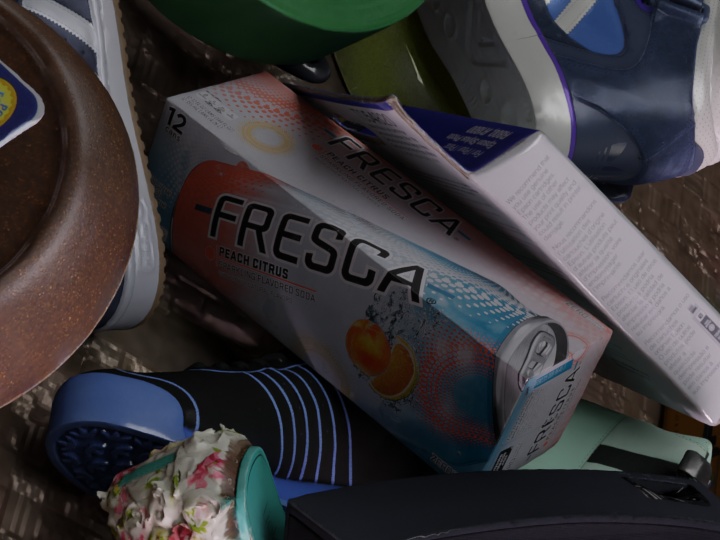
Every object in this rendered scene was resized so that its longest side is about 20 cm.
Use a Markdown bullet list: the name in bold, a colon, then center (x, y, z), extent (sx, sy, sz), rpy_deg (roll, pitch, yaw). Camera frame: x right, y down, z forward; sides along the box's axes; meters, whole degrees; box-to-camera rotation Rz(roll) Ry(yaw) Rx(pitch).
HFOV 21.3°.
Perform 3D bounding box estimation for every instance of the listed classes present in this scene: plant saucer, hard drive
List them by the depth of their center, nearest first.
- **plant saucer**: center (-0.174, -0.036, 0.652), extent (0.199, 0.035, 0.201), rpy_deg (5, 57, -7)
- **hard drive**: center (0.060, 0.144, 0.708), extent (0.199, 0.042, 0.136), rpy_deg (2, 94, -34)
- **plant saucer**: center (0.066, -0.118, 0.995), extent (0.199, 0.031, 0.201), rpy_deg (20, 57, -35)

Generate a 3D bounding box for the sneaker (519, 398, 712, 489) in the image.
- **sneaker**: center (0.088, 0.146, 0.787), extent (0.074, 0.117, 0.202), rpy_deg (64, 39, -61)

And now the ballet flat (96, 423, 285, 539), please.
- **ballet flat**: center (-0.045, 0.146, 0.721), extent (0.076, 0.063, 0.201), rpy_deg (-69, 148, -61)

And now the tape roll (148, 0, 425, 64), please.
- **tape roll**: center (-0.041, -0.192, 0.825), extent (0.200, 0.048, 0.202), rpy_deg (18, 64, -40)

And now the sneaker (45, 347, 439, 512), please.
- **sneaker**: center (-0.043, 0.064, 0.776), extent (0.199, 0.070, 0.078), rpy_deg (26, 52, -41)

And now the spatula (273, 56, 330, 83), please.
- **spatula**: center (-0.095, -0.142, 0.835), extent (0.199, 0.021, 0.057), rpy_deg (36, 41, -13)

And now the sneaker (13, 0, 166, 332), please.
- **sneaker**: center (-0.148, -0.070, 0.739), extent (0.108, 0.070, 0.201), rpy_deg (-7, 78, -47)

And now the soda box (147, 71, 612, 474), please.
- **soda box**: center (0.000, 0.000, 0.779), extent (0.200, 0.064, 0.068), rpy_deg (37, 34, 23)

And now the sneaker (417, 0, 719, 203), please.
- **sneaker**: center (0.113, -0.129, 0.923), extent (0.145, 0.081, 0.201), rpy_deg (-6, 59, -22)

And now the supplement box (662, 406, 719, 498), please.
- **supplement box**: center (0.185, 0.143, 0.950), extent (0.069, 0.066, 0.201), rpy_deg (32, 51, -28)

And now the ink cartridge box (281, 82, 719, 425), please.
- **ink cartridge box**: center (0.059, -0.026, 0.835), extent (0.200, 0.199, 0.041), rpy_deg (43, 84, -20)

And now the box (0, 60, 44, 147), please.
- **box**: center (-0.212, -0.078, 0.632), extent (0.200, 0.032, 0.121), rpy_deg (43, 61, 16)
